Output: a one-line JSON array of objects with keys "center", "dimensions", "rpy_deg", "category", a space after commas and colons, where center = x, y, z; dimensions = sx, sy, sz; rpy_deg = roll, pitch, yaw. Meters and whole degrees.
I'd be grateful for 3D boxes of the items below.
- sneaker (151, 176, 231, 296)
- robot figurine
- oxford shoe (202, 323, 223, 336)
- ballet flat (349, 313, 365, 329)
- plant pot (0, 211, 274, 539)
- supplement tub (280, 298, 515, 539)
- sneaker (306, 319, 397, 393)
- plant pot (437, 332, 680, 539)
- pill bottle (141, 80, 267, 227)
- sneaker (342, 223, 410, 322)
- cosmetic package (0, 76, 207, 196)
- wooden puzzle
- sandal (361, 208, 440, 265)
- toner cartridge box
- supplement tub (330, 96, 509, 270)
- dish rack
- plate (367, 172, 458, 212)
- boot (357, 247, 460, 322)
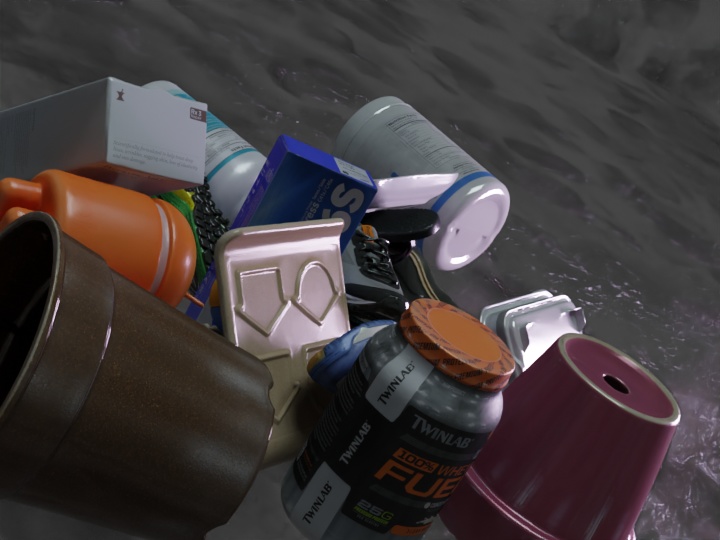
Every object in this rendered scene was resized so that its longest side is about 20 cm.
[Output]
[{"center": [-0.172, -0.032, 1.554], "dimensions": [0.078, 0.085, 0.200], "rpy_deg": [21, 35, -55], "category": "sneaker"}, {"center": [-0.225, -0.016, 1.379], "dimensions": [0.200, 0.117, 0.144], "rpy_deg": [15, -4, -35], "category": "robot figurine"}, {"center": [-0.137, 0.075, 1.344], "dimensions": [0.075, 0.058, 0.200], "rpy_deg": [14, 13, 28], "category": "oxford shoe"}, {"center": [0.025, 0.090, 1.555], "dimensions": [0.200, 0.063, 0.069], "rpy_deg": [24, -2, -5], "category": "ballet flat"}, {"center": [-0.180, 0.091, 1.116], "dimensions": [0.198, 0.200, 0.200], "rpy_deg": [29, 19, -30], "category": "plant pot"}, {"center": [0.031, 0.129, 1.279], "dimensions": [0.122, 0.200, 0.123], "rpy_deg": [26, 22, -11], "category": "supplement tub"}, {"center": [0.031, 0.100, 1.381], "dimensions": [0.200, 0.075, 0.088], "rpy_deg": [14, 45, -58], "category": "sneaker"}, {"center": [0.185, 0.164, 1.441], "dimensions": [0.200, 0.179, 0.200], "rpy_deg": [28, 20, -11], "category": "plant pot"}, {"center": [-0.163, -0.098, 1.654], "dimensions": [0.200, 0.111, 0.111], "rpy_deg": [40, 22, 20], "category": "pill bottle"}, {"center": [0.000, 0.000, 1.536], "dimensions": [0.074, 0.080, 0.200], "rpy_deg": [23, 7, -23], "category": "sneaker"}, {"center": [-0.242, -0.111, 1.463], "dimensions": [0.113, 0.081, 0.200], "rpy_deg": [11, -12, -41], "category": "cosmetic package"}, {"center": [-0.068, 0.060, 1.361], "dimensions": [0.046, 0.201, 0.185], "rpy_deg": [-1, 4, 31], "category": "wooden puzzle"}, {"center": [0.009, -0.030, 1.698], "dimensions": [0.200, 0.048, 0.075], "rpy_deg": [-5, 21, 42], "category": "sandal"}, {"center": [-0.074, -0.014, 1.455], "dimensions": [0.095, 0.200, 0.043], "rpy_deg": [22, 19, -21], "category": "toner cartridge box"}, {"center": [0.073, -0.106, 1.965], "dimensions": [0.200, 0.132, 0.132], "rpy_deg": [42, 23, 29], "category": "supplement tub"}, {"center": [0.193, 0.107, 1.636], "dimensions": [0.200, 0.043, 0.172], "rpy_deg": [-11, 88, -59], "category": "dish rack"}, {"center": [-0.019, -0.075, 1.770], "dimensions": [0.199, 0.032, 0.200], "rpy_deg": [-8, 0, 30], "category": "plate"}, {"center": [0.008, 0.024, 1.678], "dimensions": [0.138, 0.078, 0.200], "rpy_deg": [1, 26, -33], "category": "boot"}]
